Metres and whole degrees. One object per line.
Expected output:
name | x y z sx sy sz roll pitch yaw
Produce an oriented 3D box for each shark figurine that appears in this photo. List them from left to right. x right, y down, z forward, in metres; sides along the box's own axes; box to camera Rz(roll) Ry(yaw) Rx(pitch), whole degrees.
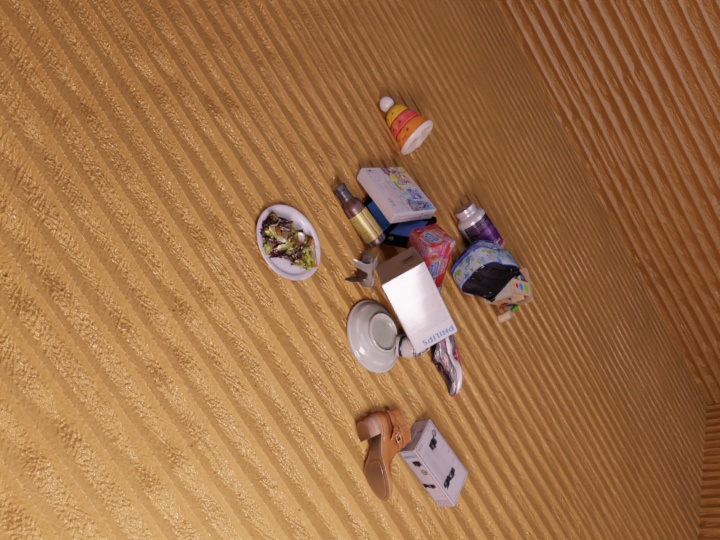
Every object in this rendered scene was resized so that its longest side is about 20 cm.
shark figurine | 0.001 0.015 1.462 0.088 0.214 0.131 -1 94 -2

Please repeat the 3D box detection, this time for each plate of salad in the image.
plate of salad | -0.172 -0.074 1.366 0.198 0.048 0.204 21 59 -38

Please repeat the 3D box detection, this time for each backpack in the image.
backpack | 0.406 -0.006 1.835 0.197 0.184 0.148 9 42 -39

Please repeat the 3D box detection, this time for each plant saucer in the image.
plant saucer | 0.049 0.173 1.477 0.198 0.050 0.204 22 57 -38

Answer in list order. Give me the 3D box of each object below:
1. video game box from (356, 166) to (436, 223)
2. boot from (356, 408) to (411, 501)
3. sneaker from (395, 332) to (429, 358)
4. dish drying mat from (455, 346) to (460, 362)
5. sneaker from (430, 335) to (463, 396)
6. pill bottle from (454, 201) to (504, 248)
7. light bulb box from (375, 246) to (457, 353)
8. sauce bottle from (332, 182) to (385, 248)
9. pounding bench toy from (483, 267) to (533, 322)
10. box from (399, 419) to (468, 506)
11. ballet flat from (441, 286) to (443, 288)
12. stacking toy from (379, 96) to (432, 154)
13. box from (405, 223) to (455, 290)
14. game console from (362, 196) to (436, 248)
video game box | 0.110 -0.235 1.662 0.180 0.047 0.201 -12 56 -38
boot | 0.071 0.452 1.366 0.154 0.076 0.203 -2 66 -50
sneaker | 0.164 0.200 1.529 0.199 0.079 0.078 -29 117 -62
dish drying mat | 0.269 0.196 1.684 0.018 0.077 0.204 -12 78 -7
sneaker | 0.249 0.275 1.625 0.073 0.081 0.204 -9 76 -19
pill bottle | 0.425 -0.144 1.959 0.201 0.112 0.113 53 43 -14
light bulb box | 0.140 0.071 1.418 0.202 0.123 0.198 62 4 -14
sauce bottle | -0.005 -0.160 1.563 0.201 0.064 0.065 55 43 -13
pounding bench toy | 0.532 0.094 1.951 0.154 0.123 0.204 14 62 -41
box | 0.198 0.517 1.463 0.201 0.060 0.117 54 43 -12
ballet flat | 0.183 0.083 1.657 0.065 0.071 0.200 38 39 10
stacking toy | 0.134 -0.508 1.849 0.200 0.147 0.146 46 42 8
box | 0.187 -0.022 1.575 0.098 0.203 0.096 -16 45 -30
game console | 0.121 -0.171 1.659 0.200 0.170 0.121 -44 136 -46
